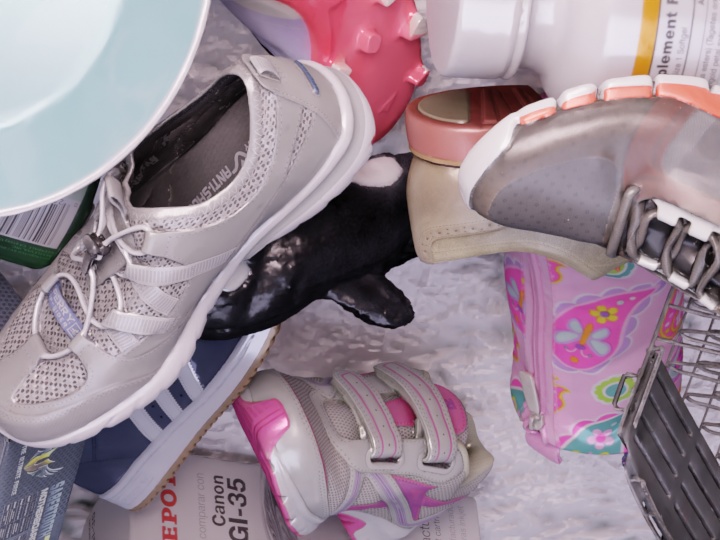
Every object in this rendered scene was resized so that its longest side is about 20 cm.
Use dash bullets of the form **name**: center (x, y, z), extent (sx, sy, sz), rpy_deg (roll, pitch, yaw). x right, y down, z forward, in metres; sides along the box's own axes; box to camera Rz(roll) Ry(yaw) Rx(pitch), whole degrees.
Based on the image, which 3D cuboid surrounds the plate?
- **plate**: center (-0.154, -0.120, 1.037), extent (0.199, 0.026, 0.201), rpy_deg (0, 97, -1)

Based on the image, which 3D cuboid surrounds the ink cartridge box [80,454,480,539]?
- **ink cartridge box**: center (-0.038, 0.184, 1.416), extent (0.199, 0.147, 0.083), rpy_deg (10, 141, -19)

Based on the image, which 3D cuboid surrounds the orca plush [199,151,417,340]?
- **orca plush**: center (0.000, 0.000, 1.182), extent (0.200, 0.071, 0.105), rpy_deg (-14, 157, -47)

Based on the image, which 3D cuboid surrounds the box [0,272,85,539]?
- **box**: center (-0.196, 0.068, 1.248), extent (0.051, 0.158, 0.200), rpy_deg (-23, 151, -31)

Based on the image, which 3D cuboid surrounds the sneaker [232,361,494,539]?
- **sneaker**: center (0.003, 0.079, 1.336), extent (0.088, 0.082, 0.200), rpy_deg (-31, 160, 13)

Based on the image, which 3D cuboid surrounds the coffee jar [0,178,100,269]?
- **coffee jar**: center (-0.206, -0.073, 1.110), extent (0.199, 0.105, 0.085), rpy_deg (16, 129, -24)

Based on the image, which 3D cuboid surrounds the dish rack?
- **dish rack**: center (0.179, 0.034, 1.230), extent (0.054, 0.201, 0.154), rpy_deg (9, 152, 32)

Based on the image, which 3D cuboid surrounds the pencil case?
- **pencil case**: center (0.106, 0.006, 1.262), extent (0.087, 0.088, 0.200), rpy_deg (-6, 141, 0)

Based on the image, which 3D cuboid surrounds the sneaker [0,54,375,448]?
- **sneaker**: center (-0.089, -0.015, 1.080), extent (0.200, 0.075, 0.082), rpy_deg (-48, 148, 10)

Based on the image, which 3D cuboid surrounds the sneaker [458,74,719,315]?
- **sneaker**: center (0.138, -0.021, 1.060), extent (0.199, 0.082, 0.077), rpy_deg (1, 149, -9)

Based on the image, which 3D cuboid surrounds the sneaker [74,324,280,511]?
- **sneaker**: center (-0.111, 0.029, 1.278), extent (0.108, 0.070, 0.200), rpy_deg (23, 128, -18)

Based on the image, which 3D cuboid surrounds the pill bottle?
- **pill bottle**: center (0.130, -0.115, 1.093), extent (0.199, 0.111, 0.111), rpy_deg (2, 141, -9)

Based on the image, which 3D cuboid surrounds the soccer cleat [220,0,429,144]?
- **soccer cleat**: center (-0.029, -0.117, 1.122), extent (0.067, 0.076, 0.200), rpy_deg (-51, 151, -7)

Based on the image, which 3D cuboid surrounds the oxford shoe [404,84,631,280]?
- **oxford shoe**: center (0.114, -0.035, 1.146), extent (0.199, 0.071, 0.075), rpy_deg (1, 110, -7)
